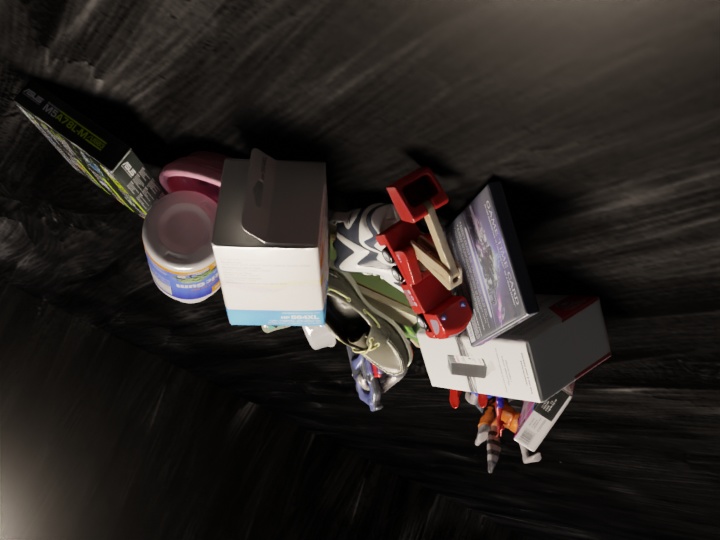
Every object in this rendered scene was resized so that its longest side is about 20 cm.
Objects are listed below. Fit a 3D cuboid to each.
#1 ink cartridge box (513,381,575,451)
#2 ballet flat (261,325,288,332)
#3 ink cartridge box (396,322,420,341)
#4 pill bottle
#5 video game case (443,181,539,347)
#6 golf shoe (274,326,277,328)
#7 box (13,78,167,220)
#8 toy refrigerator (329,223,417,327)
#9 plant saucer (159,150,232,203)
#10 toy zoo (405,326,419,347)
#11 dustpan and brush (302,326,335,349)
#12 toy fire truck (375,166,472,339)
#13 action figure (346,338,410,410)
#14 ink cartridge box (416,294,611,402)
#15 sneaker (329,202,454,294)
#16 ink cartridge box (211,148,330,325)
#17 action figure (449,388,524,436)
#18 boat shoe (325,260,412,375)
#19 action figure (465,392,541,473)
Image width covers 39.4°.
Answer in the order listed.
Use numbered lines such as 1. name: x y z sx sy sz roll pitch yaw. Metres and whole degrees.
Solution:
1. ink cartridge box: 0.252 0.154 1.332 0.037 0.095 0.200 32 -157 7
2. ballet flat: -0.156 0.022 1.534 0.200 0.063 0.068 -123 15 -50
3. ink cartridge box: 0.152 0.090 1.491 0.198 0.060 0.104 20 164 20
4. pill bottle: -0.237 -0.022 1.383 0.111 0.113 0.200 22 160 1
5. video game case: 0.139 -0.001 1.125 0.019 0.144 0.200 -12 169 -14
6. golf shoe: -0.153 -0.013 1.450 0.200 0.078 0.095 43 163 31
7. box: -0.355 -0.152 1.370 0.192 0.048 0.200 32 167 20
8. toy refrigerator: 0.000 0.000 1.394 0.198 0.077 0.070 24 164 -2
9. plant saucer: -0.172 -0.100 1.357 0.199 0.051 0.201 22 164 7
10. toy zoo: 0.156 0.114 1.632 0.198 0.021 0.131 13 161 31
11. dustpan and brush: -0.062 0.070 1.498 0.200 0.057 0.141 -120 8 -72
12. toy fire truck: 0.078 -0.013 1.138 0.201 0.048 0.141 62 162 -9
13. action figure: 0.019 0.096 1.512 0.104 0.202 0.193 -14 -169 -22
14. ink cartridge box: 0.192 0.092 1.280 0.199 0.144 0.085 2 112 52
15. sneaker: 0.032 -0.017 1.295 0.129 0.080 0.199 9 158 43
16. ink cartridge box: -0.103 -0.038 1.214 0.124 0.130 0.201 2 147 1
17. action figure: 0.194 0.191 1.396 0.065 0.100 0.199 -4 179 33
18. boat shoe: -0.003 0.077 1.356 0.072 0.061 0.202 -25 117 32
19. action figure: 0.195 0.221 1.637 0.198 0.194 0.105 12 124 -14
